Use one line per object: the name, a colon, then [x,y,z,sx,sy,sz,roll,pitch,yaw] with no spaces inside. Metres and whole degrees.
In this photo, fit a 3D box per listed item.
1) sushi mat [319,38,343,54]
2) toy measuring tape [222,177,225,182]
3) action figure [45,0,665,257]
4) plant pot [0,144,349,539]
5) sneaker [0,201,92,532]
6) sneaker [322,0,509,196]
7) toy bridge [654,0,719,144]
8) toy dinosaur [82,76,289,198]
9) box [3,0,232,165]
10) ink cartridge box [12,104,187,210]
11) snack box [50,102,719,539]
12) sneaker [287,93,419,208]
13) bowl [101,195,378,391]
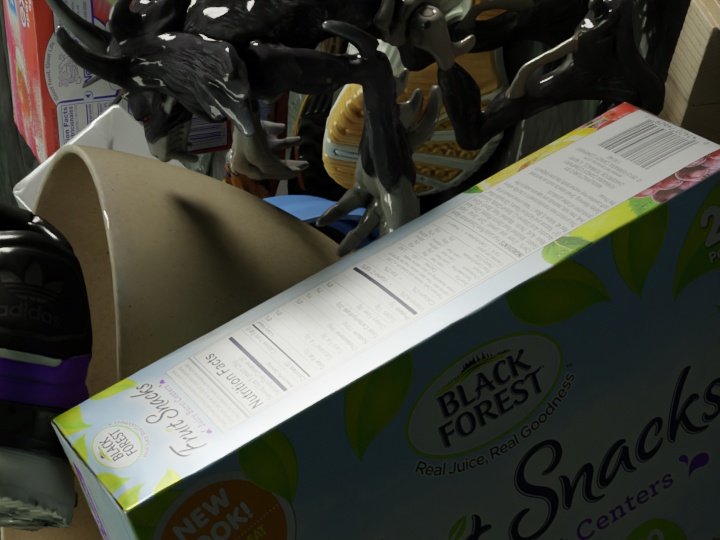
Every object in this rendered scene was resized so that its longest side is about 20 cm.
sushi mat: [0.005,-0.183,0.801,0.200,0.012,0.096,104,179,-64]
toy measuring tape: [-0.016,0.032,1.005,0.201,0.073,0.074,61,163,-8]
action figure: [-0.006,-0.057,0.584,0.119,0.198,0.103,-125,37,-51]
plant pot: [-0.043,0.063,0.638,0.200,0.133,0.202,-176,90,-70]
sneaker: [-0.123,0.029,0.587,0.200,0.069,0.101,164,116,-65]
sneaker: [0.032,-0.112,0.778,0.201,0.075,0.088,113,161,-52]
toy bridge: [0.113,-0.061,0.591,0.068,0.027,0.201,102,153,-43]
toy dinosaur: [-0.040,-0.128,0.832,0.105,0.199,0.183,-119,6,-71]
box: [-0.126,-0.160,0.914,0.095,0.099,0.202,-136,40,-60]
ink cartridge box: [-0.094,0.018,0.909,0.116,0.068,0.200,43,165,17]
snack box: [0.035,0.073,0.536,0.068,0.199,0.170,32,147,56]
sneaker: [0.000,0.000,0.920,0.090,0.069,0.202,-111,17,-76]
bowl: [-0.045,0.060,0.807,0.039,0.200,0.202,31,131,38]
